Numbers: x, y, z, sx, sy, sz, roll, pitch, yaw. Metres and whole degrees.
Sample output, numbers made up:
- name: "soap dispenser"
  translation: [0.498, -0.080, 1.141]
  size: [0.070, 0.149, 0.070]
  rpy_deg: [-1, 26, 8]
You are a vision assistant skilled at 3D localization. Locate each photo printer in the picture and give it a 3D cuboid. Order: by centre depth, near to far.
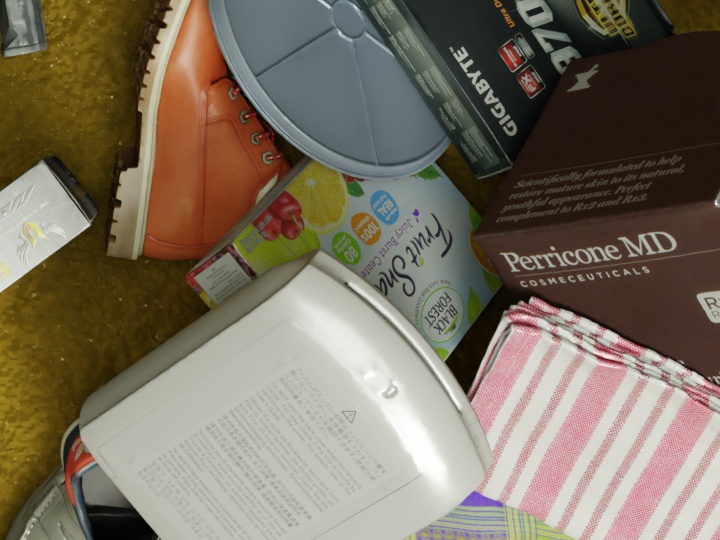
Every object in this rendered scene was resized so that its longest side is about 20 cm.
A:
- name: "photo printer"
  translation: [-0.037, 0.089, 1.184]
  size: [0.200, 0.069, 0.167]
  rpy_deg: [-35, 100, 33]

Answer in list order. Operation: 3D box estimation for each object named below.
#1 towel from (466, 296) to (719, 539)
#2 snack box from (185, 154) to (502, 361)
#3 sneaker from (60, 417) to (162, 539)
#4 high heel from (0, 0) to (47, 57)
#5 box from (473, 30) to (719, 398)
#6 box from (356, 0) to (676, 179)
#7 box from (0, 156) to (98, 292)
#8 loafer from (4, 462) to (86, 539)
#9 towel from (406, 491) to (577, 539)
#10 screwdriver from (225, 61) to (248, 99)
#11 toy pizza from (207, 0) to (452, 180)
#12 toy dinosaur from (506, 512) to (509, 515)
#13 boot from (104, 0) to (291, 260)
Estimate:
- name: "towel"
  translation: [0.152, 0.110, 1.230]
  size: [0.200, 0.030, 0.147]
  rpy_deg: [26, 131, 6]
- name: "snack box"
  translation: [0.000, 0.000, 1.287]
  size: [0.053, 0.200, 0.142]
  rpy_deg: [-33, 100, 39]
- name: "sneaker"
  translation: [-0.114, 0.177, 1.269]
  size: [0.075, 0.085, 0.200]
  rpy_deg: [-34, 101, 1]
- name: "high heel"
  translation: [-0.291, -0.189, 1.294]
  size: [0.199, 0.071, 0.143]
  rpy_deg: [-11, 102, -21]
- name: "box"
  translation: [0.203, -0.010, 1.244]
  size: [0.200, 0.166, 0.164]
  rpy_deg: [55, 47, -28]
- name: "box"
  translation: [0.080, -0.181, 1.320]
  size: [0.159, 0.046, 0.200]
  rpy_deg: [-38, 98, -27]
- name: "box"
  translation: [-0.248, 0.009, 1.275]
  size: [0.200, 0.158, 0.048]
  rpy_deg: [-37, 97, -3]
- name: "loafer"
  translation: [-0.169, 0.147, 1.337]
  size: [0.070, 0.070, 0.200]
  rpy_deg: [31, 91, -7]
- name: "towel"
  translation: [0.042, 0.140, 1.326]
  size: [0.199, 0.023, 0.144]
  rpy_deg: [5, 116, 18]
- name: "screwdriver"
  translation: [0.005, -0.112, 1.357]
  size: [0.199, 0.028, 0.029]
  rpy_deg: [8, 124, -6]
- name: "toy pizza"
  translation: [-0.016, -0.145, 1.303]
  size: [0.200, 0.032, 0.201]
  rpy_deg: [19, 59, -35]
- name: "toy dinosaur"
  translation: [0.140, 0.132, 1.372]
  size: [0.199, 0.102, 0.136]
  rpy_deg: [-20, 112, -22]
- name: "boot"
  translation: [-0.090, -0.098, 1.317]
  size: [0.107, 0.075, 0.201]
  rpy_deg: [8, 113, -9]
